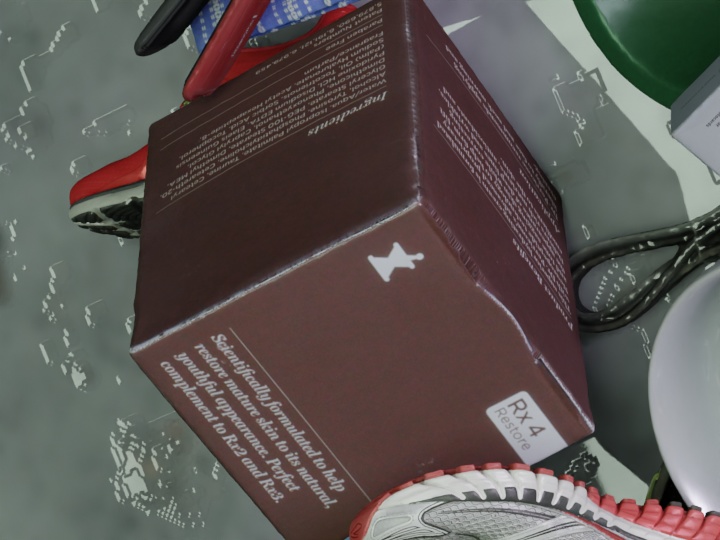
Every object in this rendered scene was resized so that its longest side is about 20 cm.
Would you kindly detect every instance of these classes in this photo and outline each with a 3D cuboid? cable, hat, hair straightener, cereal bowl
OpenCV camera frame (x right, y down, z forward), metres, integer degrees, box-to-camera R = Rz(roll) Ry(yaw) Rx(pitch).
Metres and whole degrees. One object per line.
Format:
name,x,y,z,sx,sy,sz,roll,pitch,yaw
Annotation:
cable,0.187,-0.019,1.370,0.199,0.050,0.098,-8,94,19
hat,0.224,-0.191,1.366,0.166,0.176,0.200,57,146,6
hair straightener,-0.060,-0.182,1.323,0.077,0.041,0.200,40,120,14
cereal bowl,0.239,0.065,1.263,0.200,0.083,0.201,24,130,32

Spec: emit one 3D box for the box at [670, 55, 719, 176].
box,0.271,-0.061,1.274,0.200,0.041,0.156,39,115,-13

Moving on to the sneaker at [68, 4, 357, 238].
sneaker,-0.071,-0.081,1.459,0.199,0.077,0.085,-25,69,13

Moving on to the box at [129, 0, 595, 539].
box,0.000,0.000,1.330,0.164,0.200,0.166,-27,122,17

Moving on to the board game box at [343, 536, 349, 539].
board game box,-0.002,0.210,1.378,0.151,0.200,0.037,-35,54,18

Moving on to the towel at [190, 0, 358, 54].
towel,-0.024,-0.200,1.331,0.199,0.024,0.145,-16,98,31

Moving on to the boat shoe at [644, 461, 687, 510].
boat shoe,0.175,0.132,1.379,0.072,0.060,0.202,22,100,16

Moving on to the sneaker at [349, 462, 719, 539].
sneaker,0.091,0.142,1.250,0.199,0.078,0.083,14,67,-15
